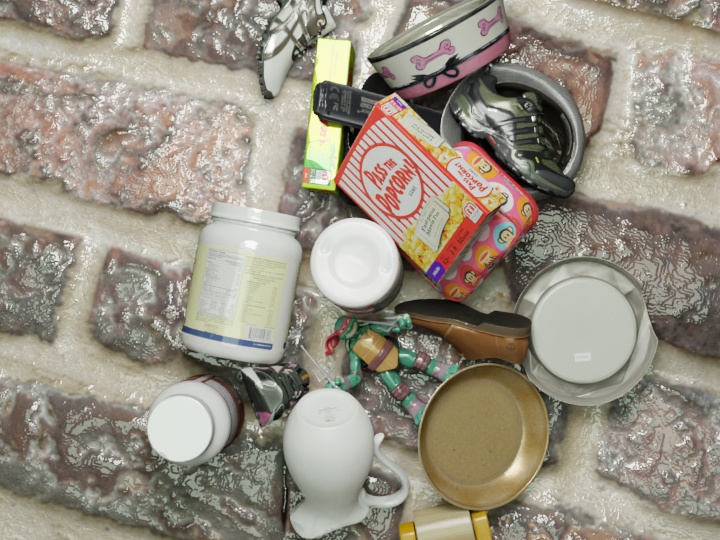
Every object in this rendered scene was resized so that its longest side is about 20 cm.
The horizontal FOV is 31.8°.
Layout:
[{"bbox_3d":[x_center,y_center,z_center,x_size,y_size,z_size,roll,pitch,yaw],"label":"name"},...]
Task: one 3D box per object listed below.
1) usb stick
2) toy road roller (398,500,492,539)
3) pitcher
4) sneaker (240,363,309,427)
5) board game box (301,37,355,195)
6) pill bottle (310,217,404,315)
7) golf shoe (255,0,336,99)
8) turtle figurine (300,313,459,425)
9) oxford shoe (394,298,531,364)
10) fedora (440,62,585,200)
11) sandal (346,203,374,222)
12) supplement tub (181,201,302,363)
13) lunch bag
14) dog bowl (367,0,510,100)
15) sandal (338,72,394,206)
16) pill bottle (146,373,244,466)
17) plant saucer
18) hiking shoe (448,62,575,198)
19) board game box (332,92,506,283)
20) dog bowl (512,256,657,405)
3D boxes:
[{"bbox_3d":[0.028,-0.207,1.683,0.199,0.033,0.056,11,79,-28],"label":"usb stick"},{"bbox_3d":[0.128,0.420,1.692,0.122,0.146,0.201,-12,89,3],"label":"toy road roller"},{"bbox_3d":[-0.017,0.256,1.698,0.171,0.121,0.201,-10,126,-11],"label":"pitcher"},{"bbox_3d":[-0.109,0.152,1.685,0.086,0.200,0.081,-20,94,-7],"label":"sneaker"},{"bbox_3d":[-0.043,-0.208,1.727,0.047,0.102,0.201,6,90,4],"label":"board game box"},{"bbox_3d":[0.000,0.000,1.669,0.113,0.200,0.115,-1,84,5],"label":"pill bottle"},{"bbox_3d":[-0.085,-0.329,1.743,0.094,0.078,0.201,15,92,3],"label":"golf shoe"},{"bbox_3d":[0.027,0.115,1.723,0.200,0.101,0.150,35,106,-9],"label":"turtle figurine"},{"bbox_3d":[0.134,0.085,1.715,0.199,0.071,0.072,14,115,29],"label":"oxford shoe"},{"bbox_3d":[0.206,-0.184,1.719,0.199,0.090,0.178,23,92,0],"label":"fedora"},{"bbox_3d":[0.047,-0.138,1.745,0.082,0.055,0.200,36,92,3],"label":"sandal"},{"bbox_3d":[-0.158,0.016,1.710,0.144,0.145,0.201,10,90,3],"label":"supplement tub"},{"bbox_3d":[0.123,-0.071,1.677,0.176,0.200,0.082,43,50,4],"label":"lunch bag"},{"bbox_3d":[0.112,-0.297,1.680,0.199,0.200,0.074,-27,104,3],"label":"dog bowl"},{"bbox_3d":[0.012,-0.186,1.721,0.075,0.045,0.201,2,67,28],"label":"sandal"},{"bbox_3d":[-0.222,0.200,1.685,0.112,0.200,0.113,0,90,4],"label":"pill bottle"},{"bbox_3d":[0.163,0.224,1.719,0.199,0.035,0.201,-1,94,-21],"label":"plant saucer"},{"bbox_3d":[0.213,-0.179,1.635,0.200,0.076,0.101,41,95,1],"label":"hiking shoe"},{"bbox_3d":[0.072,-0.104,1.611,0.200,0.152,0.046,45,48,12],"label":"board game box"},{"bbox_3d":[0.304,0.082,1.728,0.199,0.059,0.201,0,90,4],"label":"dog bowl"}]
